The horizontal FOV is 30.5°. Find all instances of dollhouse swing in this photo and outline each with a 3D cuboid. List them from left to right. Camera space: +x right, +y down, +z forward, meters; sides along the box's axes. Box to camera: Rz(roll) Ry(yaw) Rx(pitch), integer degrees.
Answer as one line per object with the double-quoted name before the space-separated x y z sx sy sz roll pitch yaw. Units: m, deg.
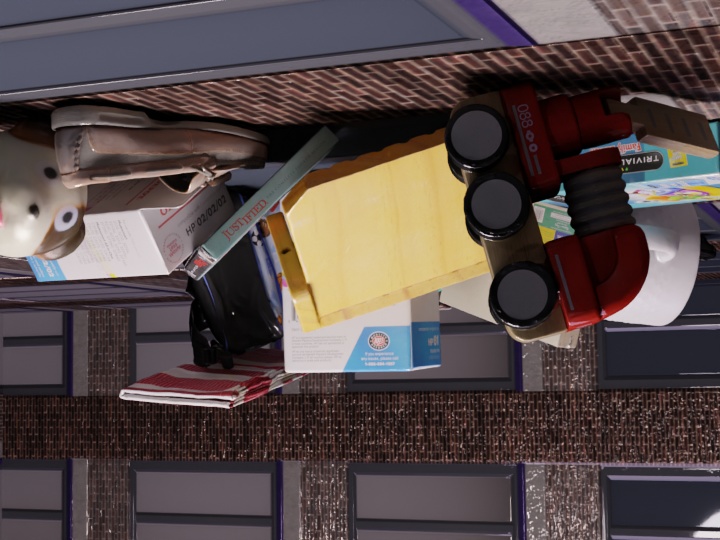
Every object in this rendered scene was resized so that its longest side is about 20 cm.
"dollhouse swing" 0.015 -0.069 1.133 0.200 0.176 0.182 -19 -143 -3

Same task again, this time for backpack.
"backpack" -0.138 -0.001 1.484 0.154 0.200 0.190 -13 -178 -13

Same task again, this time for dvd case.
"dvd case" -0.092 -0.054 1.156 0.146 0.022 0.200 -45 -177 -12

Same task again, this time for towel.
"towel" -0.145 0.111 1.424 0.144 0.023 0.200 0 -171 27

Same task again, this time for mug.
"mug" 0.254 -0.025 1.379 0.175 0.148 0.200 7 174 -13

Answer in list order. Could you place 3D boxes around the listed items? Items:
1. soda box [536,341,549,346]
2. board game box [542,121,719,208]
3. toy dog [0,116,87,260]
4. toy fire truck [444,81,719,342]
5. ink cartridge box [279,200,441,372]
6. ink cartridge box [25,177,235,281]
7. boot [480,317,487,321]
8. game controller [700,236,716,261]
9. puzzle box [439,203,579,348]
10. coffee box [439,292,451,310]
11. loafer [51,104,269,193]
"soda box" 0.166 0.003 1.531 0.071 0.063 0.200 21 161 51
"board game box" 0.263 -0.089 1.195 0.200 0.047 0.151 -5 174 39
"toy dog" -0.312 -0.052 1.028 0.200 0.140 0.194 -1 -172 9
"toy fire truck" 0.174 -0.054 0.952 0.200 0.176 0.129 -16 173 4
"ink cartridge box" 0.000 0.000 1.326 0.144 0.200 0.085 -3 179 27
"ink cartridge box" -0.195 -0.049 1.169 0.200 0.068 0.115 -3 -150 33
"boot" 0.118 -0.036 1.641 0.132 0.070 0.200 45 -171 -32
"game controller" 0.451 -0.027 2.025 0.104 0.042 0.200 1 174 -24
"puzzle box" 0.159 -0.008 1.336 0.025 0.133 0.200 8 -172 -34
"coffee box" 0.062 -0.006 1.772 0.080 0.113 0.200 -2 176 18
"loafer" -0.156 -0.087 1.042 0.072 0.063 0.200 -5 174 44
